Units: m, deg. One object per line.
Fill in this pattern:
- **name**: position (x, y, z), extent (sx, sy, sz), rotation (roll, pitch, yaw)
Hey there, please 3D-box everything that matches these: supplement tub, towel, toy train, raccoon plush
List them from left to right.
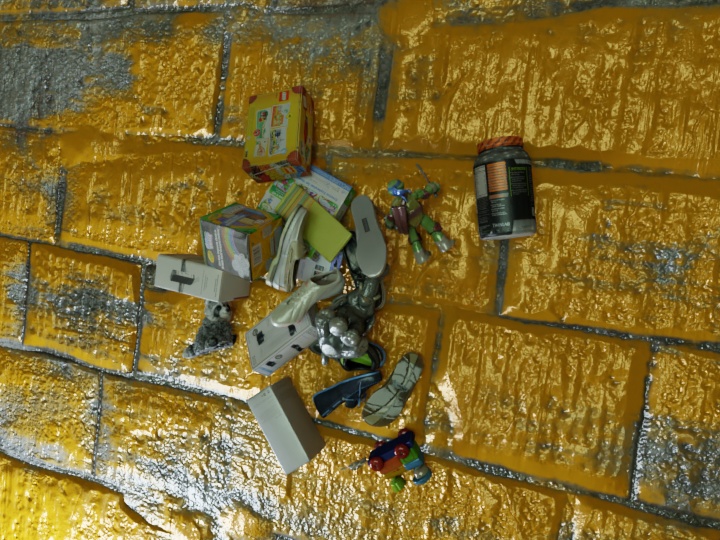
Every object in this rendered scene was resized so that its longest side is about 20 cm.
- **raccoon plush**: position (-0.413, 0.145, 1.373), extent (0.196, 0.096, 0.137), rotation (-18, 78, 18)
- **towel**: position (-0.112, -0.113, 1.225), extent (0.200, 0.018, 0.086), rotation (42, 98, 17)
- **toy train**: position (0.062, 0.470, 1.226), extent (0.198, 0.085, 0.117), rotation (-32, 95, 17)
- **supplement tub**: position (0.302, -0.171, 1.101), extent (0.120, 0.122, 0.205), rotation (-4, 90, 18)

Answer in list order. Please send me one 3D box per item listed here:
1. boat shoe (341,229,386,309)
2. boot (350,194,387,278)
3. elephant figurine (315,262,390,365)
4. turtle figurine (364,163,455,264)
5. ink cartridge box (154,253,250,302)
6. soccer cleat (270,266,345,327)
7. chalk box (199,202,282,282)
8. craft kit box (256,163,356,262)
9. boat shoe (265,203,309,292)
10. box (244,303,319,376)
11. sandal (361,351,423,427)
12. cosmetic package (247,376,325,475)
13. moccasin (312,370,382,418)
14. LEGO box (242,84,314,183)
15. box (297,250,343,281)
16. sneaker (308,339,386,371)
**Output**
- **boat shoe**: position (0.000, 0.000, 1.241), extent (0.068, 0.056, 0.203), rotation (-24, 85, 18)
- **boot**: position (0.028, -0.066, 1.189), extent (0.072, 0.096, 0.204), rotation (-13, 67, 13)
- **elephant figurine**: position (-0.012, 0.097, 1.183), extent (0.152, 0.201, 0.143), rotation (-3, 127, 32)
- **turtle figurine**: position (0.128, -0.131, 1.188), extent (0.143, 0.200, 0.196), rotation (-33, 102, -6)
- **ink cartridge box**: position (-0.399, 0.015, 1.331), extent (0.196, 0.144, 0.086), rotation (13, 96, 18)
- **soccer cleat**: position (-0.125, 0.057, 1.204), extent (0.198, 0.078, 0.070), rotation (-31, 53, -13)
- **chalk box**: position (-0.294, -0.076, 1.237), extent (0.197, 0.123, 0.127), rotation (19, 123, 27)
- **craft kit box**: position (-0.141, -0.155, 1.269), extent (0.198, 0.049, 0.200), rotation (31, 86, 18)
- **boat shoe**: position (-0.151, -0.048, 1.197), extent (0.067, 0.075, 0.203), rotation (23, 105, 6)
- **box**: position (-0.187, 0.154, 1.283), extent (0.199, 0.060, 0.118), rotation (-39, 49, 16)
- **sandal**: position (0.081, 0.282, 1.228), extent (0.080, 0.054, 0.202), rotation (35, 87, 9)
- **cosmetic package**: position (-0.180, 0.378, 1.287), extent (0.084, 0.107, 0.202), rotation (-32, 80, 16)
- **moccasin**: position (-0.024, 0.298, 1.253), extent (0.198, 0.080, 0.069), rotation (-30, 72, 30)
- **LEGO box**: position (-0.196, -0.327, 1.260), extent (0.146, 0.077, 0.205), rotation (-4, 71, 19)
- **box**: position (-0.134, -0.035, 1.296), extent (0.196, 0.041, 0.122), rotation (16, 95, 16)
- **sneaker**: position (-0.037, 0.191, 1.244), extent (0.196, 0.083, 0.072), rotation (14, 106, 19)
